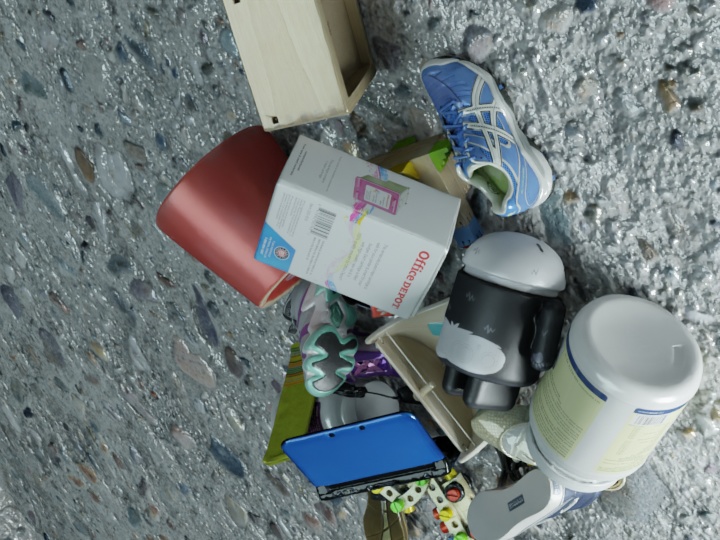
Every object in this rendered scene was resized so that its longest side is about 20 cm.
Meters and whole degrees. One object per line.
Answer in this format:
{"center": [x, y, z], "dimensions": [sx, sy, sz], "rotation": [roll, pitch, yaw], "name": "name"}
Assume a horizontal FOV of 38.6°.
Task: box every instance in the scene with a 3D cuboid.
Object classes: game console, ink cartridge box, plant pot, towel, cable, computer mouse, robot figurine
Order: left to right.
{"center": [-0.139, -0.060, 1.354], "dimensions": [0.177, 0.200, 0.200], "rotation": [48, 141, 6], "name": "plant pot"}
{"center": [-0.093, 0.186, 1.509], "dimensions": [0.018, 0.200, 0.086], "rotation": [33, 141, -28], "name": "towel"}
{"center": [-0.004, -0.045, 1.168], "dimensions": [0.200, 0.085, 0.145], "rotation": [23, 141, -2], "name": "ink cartridge box"}
{"center": [0.022, 0.233, 1.402], "dimensions": [0.200, 0.171, 0.119], "rotation": [-16, 98, 23], "name": "game console"}
{"center": [0.042, 0.161, 1.405], "dimensions": [0.199, 0.059, 0.034], "rotation": [4, 90, 6], "name": "computer mouse"}
{"center": [0.160, 0.056, 1.164], "dimensions": [0.150, 0.125, 0.200], "rotation": [17, 98, 17], "name": "robot figurine"}
{"center": [0.198, 0.258, 1.365], "dimensions": [0.097, 0.050, 0.200], "rotation": [18, 131, 8], "name": "cable"}

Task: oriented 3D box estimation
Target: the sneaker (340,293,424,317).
{"center": [0.000, 0.000, 1.312], "dimensions": [0.200, 0.084, 0.075], "rotation": [38, 142, 55], "name": "sneaker"}

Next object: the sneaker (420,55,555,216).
{"center": [0.129, -0.147, 1.114], "dimensions": [0.200, 0.077, 0.076], "rotation": [52, 143, 4], "name": "sneaker"}

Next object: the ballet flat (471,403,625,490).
{"center": [0.231, 0.212, 1.234], "dimensions": [0.200, 0.062, 0.068], "rotation": [18, 110, -7], "name": "ballet flat"}

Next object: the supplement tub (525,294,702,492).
{"center": [0.271, 0.140, 1.134], "dimensions": [0.145, 0.145, 0.200], "rotation": [37, 139, 19], "name": "supplement tub"}

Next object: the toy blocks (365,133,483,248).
{"center": [0.059, -0.074, 1.233], "dimensions": [0.200, 0.100, 0.137], "rotation": [-15, 117, 35], "name": "toy blocks"}

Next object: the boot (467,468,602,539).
{"center": [0.226, 0.308, 1.342], "dimensions": [0.200, 0.090, 0.073], "rotation": [-41, 51, 52], "name": "boot"}

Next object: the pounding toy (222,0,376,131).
{"center": [-0.074, -0.255, 1.168], "dimensions": [0.142, 0.200, 0.184], "rotation": [-9, 115, 17], "name": "pounding toy"}

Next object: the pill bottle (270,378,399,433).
{"center": [-0.036, 0.214, 1.528], "dimensions": [0.200, 0.112, 0.112], "rotation": [-15, 107, 50], "name": "pill bottle"}

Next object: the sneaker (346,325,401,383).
{"center": [0.004, 0.123, 1.438], "dimensions": [0.200, 0.088, 0.081], "rotation": [9, 123, 40], "name": "sneaker"}

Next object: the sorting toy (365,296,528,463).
{"center": [0.139, 0.107, 1.291], "dimensions": [0.200, 0.107, 0.180], "rotation": [52, 133, 5], "name": "sorting toy"}

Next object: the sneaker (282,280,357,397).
{"center": [-0.066, 0.085, 1.426], "dimensions": [0.078, 0.200, 0.140], "rotation": [24, 155, -28], "name": "sneaker"}

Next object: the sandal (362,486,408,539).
{"center": [0.044, 0.358, 1.611], "dimensions": [0.080, 0.054, 0.201], "rotation": [3, 106, 38], "name": "sandal"}

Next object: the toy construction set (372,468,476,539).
{"center": [0.118, 0.355, 1.495], "dimensions": [0.131, 0.092, 0.200], "rotation": [-33, 102, 27], "name": "toy construction set"}
